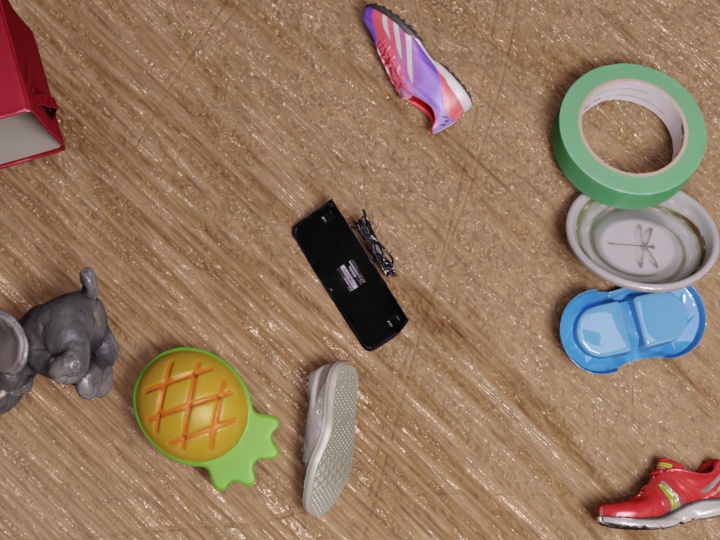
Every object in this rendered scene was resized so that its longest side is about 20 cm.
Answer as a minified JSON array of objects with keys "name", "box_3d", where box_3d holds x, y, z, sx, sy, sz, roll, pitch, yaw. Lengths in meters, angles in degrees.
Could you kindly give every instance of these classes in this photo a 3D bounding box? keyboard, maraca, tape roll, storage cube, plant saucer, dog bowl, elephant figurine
[{"name":"keyboard","box_3d":[0.000,0.000,1.287,0.104,0.040,0.201,-33,86,16]},{"name":"maraca","box_3d":[-0.194,0.185,1.205,0.200,0.107,0.137,41,84,2]},{"name":"tape roll","box_3d":[0.362,-0.183,1.297,0.199,0.048,0.202,1,69,-1]},{"name":"storage cube","box_3d":[-0.496,-0.234,1.211,0.199,0.171,0.181,-18,82,-5]},{"name":"plant saucer","box_3d":[0.370,-0.038,1.276,0.199,0.050,0.201,0,49,0]},{"name":"dog bowl","box_3d":[0.358,0.073,1.285,0.199,0.050,0.112,-13,83,-5]},{"name":"elephant figurine","box_3d":[-0.417,0.100,1.200,0.199,0.142,0.156,-2,53,12]}]

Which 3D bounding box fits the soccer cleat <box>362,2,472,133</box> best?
[{"name":"soccer cleat","box_3d":[0.063,-0.277,1.307,0.073,0.068,0.200,-43,89,-4]}]

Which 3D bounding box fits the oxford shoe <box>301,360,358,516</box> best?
[{"name":"oxford shoe","box_3d":[-0.047,0.214,1.240,0.058,0.075,0.201,7,90,39]}]

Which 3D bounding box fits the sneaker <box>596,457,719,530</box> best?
[{"name":"sneaker","box_3d":[0.392,0.289,1.253,0.199,0.077,0.085,-8,78,-15]}]
